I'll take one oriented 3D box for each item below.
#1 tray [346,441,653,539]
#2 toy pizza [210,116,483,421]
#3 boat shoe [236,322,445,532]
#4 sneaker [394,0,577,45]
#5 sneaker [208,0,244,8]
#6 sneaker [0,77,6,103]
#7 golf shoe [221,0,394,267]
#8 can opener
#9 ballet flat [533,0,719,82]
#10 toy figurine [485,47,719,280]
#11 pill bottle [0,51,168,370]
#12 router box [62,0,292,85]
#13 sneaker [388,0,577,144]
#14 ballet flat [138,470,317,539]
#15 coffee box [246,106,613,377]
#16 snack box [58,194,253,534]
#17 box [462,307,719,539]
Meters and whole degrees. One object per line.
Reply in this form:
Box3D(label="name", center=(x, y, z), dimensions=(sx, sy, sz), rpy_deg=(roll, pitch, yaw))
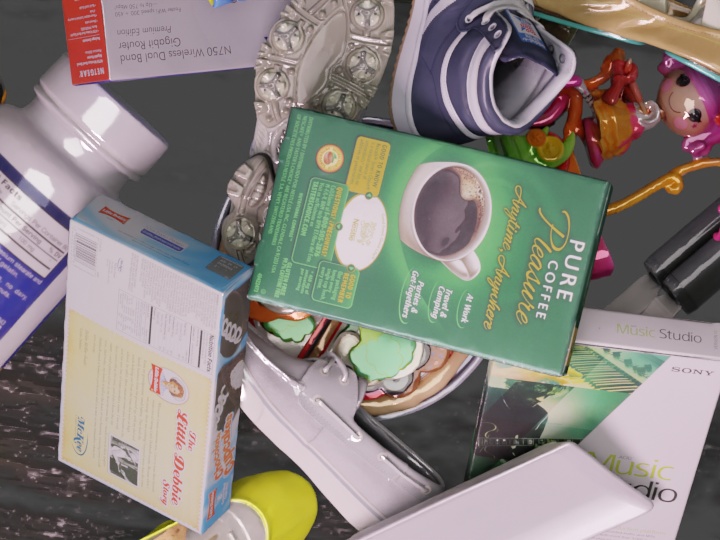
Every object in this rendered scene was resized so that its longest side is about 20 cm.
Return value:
Box3D(label="tray", center=(0.077, 0.161, 1.726), dimensions=(0.199, 0.022, 0.107), rpy_deg=(-27, 138, 25))
Box3D(label="toy pizza", center=(0.000, 0.000, 1.768), dimensions=(0.199, 0.032, 0.201), rpy_deg=(0, 94, -1))
Box3D(label="boat shoe", center=(-0.023, 0.090, 1.738), dimensions=(0.068, 0.072, 0.200), rpy_deg=(-39, 103, 10))
Box3D(label="sneaker", center=(0.112, -0.183, 1.740), dimensions=(0.199, 0.067, 0.090), rpy_deg=(-15, 88, -3))
Box3D(label="sneaker", center=(-0.059, -0.202, 1.662), dimensions=(0.066, 0.199, 0.079), rpy_deg=(41, 119, 37))
Box3D(label="sneaker", center=(-0.311, -0.078, 1.739), dimensions=(0.077, 0.078, 0.200), rpy_deg=(44, 91, -9))
Box3D(label="golf shoe", center=(-0.032, -0.097, 1.702), dimensions=(0.078, 0.097, 0.201), rpy_deg=(23, 97, 6))
Box3D(label="can opener", center=(0.215, 0.009, 1.770), dimensions=(0.200, 0.053, 0.066), rpy_deg=(-44, 128, 3))
Box3D(label="ballet flat", center=(0.192, -0.159, 1.667), dimensions=(0.199, 0.069, 0.063), rpy_deg=(21, 106, 8))
Box3D(label="toy figurine", center=(0.178, -0.079, 1.717), dimensions=(0.183, 0.150, 0.201), rpy_deg=(-17, 79, -3))
Box3D(label="pill bottle", center=(-0.220, -0.035, 1.719), dimensions=(0.120, 0.120, 0.200), rpy_deg=(42, 91, -3))
Box3D(label="router box", center=(-0.094, -0.214, 1.695), dimensions=(0.199, 0.049, 0.181), rpy_deg=(-10, 95, -36))
Box3D(label="sneaker", center=(0.081, -0.172, 1.640), dimensions=(0.070, 0.108, 0.201), rpy_deg=(12, 84, -37))
Box3D(label="ballet flat", center=(-0.118, 0.193, 1.761), dimensions=(0.199, 0.067, 0.067), rpy_deg=(-25, 93, 0))
Box3D(label="coffee box", center=(0.042, -0.017, 1.619), dimensions=(0.199, 0.044, 0.124), rpy_deg=(12, 88, 9))
Box3D(label="snack box", center=(-0.130, 0.061, 1.696), dimensions=(0.116, 0.037, 0.201), rpy_deg=(25, 131, 21))
Box3D(label="box", center=(0.145, 0.102, 1.713), dimensions=(0.144, 0.036, 0.201), rpy_deg=(7, 135, -1))
